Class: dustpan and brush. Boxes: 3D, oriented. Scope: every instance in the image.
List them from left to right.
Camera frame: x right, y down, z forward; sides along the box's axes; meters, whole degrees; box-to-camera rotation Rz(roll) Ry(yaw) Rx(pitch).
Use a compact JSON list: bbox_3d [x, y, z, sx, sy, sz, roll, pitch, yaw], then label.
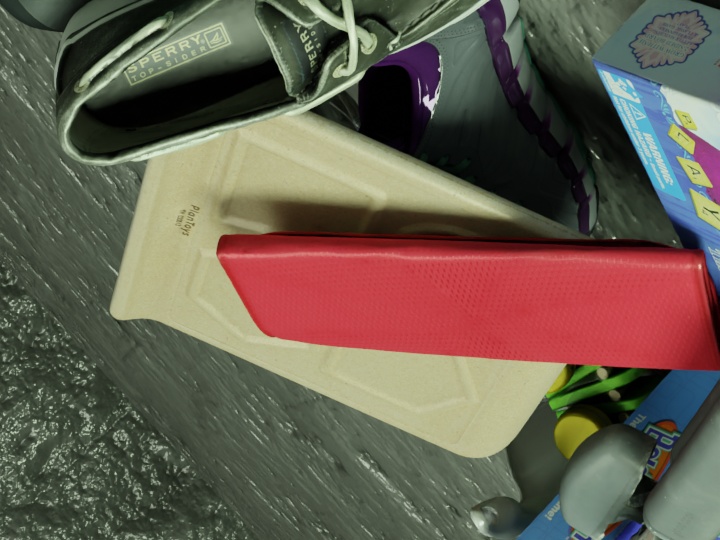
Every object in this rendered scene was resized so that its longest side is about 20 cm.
[{"bbox_3d":[0.107,0.123,0.994,0.140,0.057,0.200,58,-169,20],"label":"dustpan and brush"}]

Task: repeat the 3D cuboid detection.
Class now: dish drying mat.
[{"bbox_3d":[0.044,0.010,0.763,0.198,0.018,0.077,2,144,21],"label":"dish drying mat"}]

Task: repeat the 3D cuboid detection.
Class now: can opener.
[{"bbox_3d":[0.123,0.079,0.776,0.066,0.054,0.200,28,153,7],"label":"can opener"}]

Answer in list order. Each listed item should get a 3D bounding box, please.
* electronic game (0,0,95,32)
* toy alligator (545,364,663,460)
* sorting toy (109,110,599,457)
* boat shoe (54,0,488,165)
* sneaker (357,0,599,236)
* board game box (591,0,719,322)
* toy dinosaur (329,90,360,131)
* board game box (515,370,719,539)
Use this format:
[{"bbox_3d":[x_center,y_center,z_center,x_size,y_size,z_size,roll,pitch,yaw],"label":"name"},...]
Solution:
[{"bbox_3d":[-0.107,-0.190,0.707,0.041,0.202,0.201,7,153,14],"label":"electronic game"},{"bbox_3d":[0.107,0.026,0.945,0.054,0.059,0.201,-24,98,35],"label":"toy alligator"},{"bbox_3d":[0.000,0.000,0.816,0.198,0.037,0.186,20,146,-4],"label":"sorting toy"},{"bbox_3d":[-0.019,-0.090,0.683,0.071,0.198,0.064,59,-168,-31],"label":"boat shoe"},{"bbox_3d":[0.037,-0.062,0.818,0.074,0.087,0.201,32,160,44],"label":"sneaker"},{"bbox_3d":[0.191,0.010,0.658,0.199,0.041,0.201,29,159,50],"label":"board game box"},{"bbox_3d":[0.009,0.008,0.956,0.200,0.105,0.182,50,175,17],"label":"toy dinosaur"},{"bbox_3d":[0.155,0.160,0.954,0.045,0.152,0.201,32,161,42],"label":"board game box"}]
